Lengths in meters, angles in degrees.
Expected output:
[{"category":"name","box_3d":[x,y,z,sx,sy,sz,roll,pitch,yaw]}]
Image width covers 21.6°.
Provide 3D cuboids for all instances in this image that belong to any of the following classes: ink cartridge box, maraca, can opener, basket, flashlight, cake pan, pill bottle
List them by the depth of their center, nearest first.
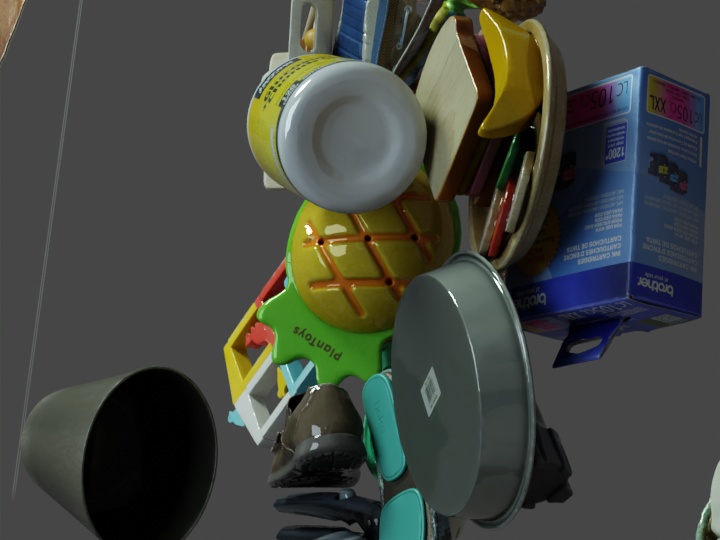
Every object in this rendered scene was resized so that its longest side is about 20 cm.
[{"category":"ink cartridge box","box_3d":[0.174,-0.028,1.337,0.136,0.076,0.200,-16,65,53]},{"category":"cake pan","box_3d":[0.068,0.087,1.343,0.200,0.037,0.200,175,90,-71]},{"category":"flashlight","box_3d":[0.097,0.084,1.401,0.200,0.068,0.068,-108,7,-46]},{"category":"pill bottle","box_3d":[-0.026,-0.109,1.447,0.200,0.112,0.112,-148,76,-74]},{"category":"maraca","box_3d":[0.000,0.000,1.532,0.200,0.137,0.107,-60,-12,-4]},{"category":"can opener","box_3d":[-0.024,0.207,1.547,0.200,0.079,0.063,-176,92,-66]},{"category":"basket","box_3d":[-0.242,0.175,1.824,0.200,0.136,0.181,4,85,60]}]

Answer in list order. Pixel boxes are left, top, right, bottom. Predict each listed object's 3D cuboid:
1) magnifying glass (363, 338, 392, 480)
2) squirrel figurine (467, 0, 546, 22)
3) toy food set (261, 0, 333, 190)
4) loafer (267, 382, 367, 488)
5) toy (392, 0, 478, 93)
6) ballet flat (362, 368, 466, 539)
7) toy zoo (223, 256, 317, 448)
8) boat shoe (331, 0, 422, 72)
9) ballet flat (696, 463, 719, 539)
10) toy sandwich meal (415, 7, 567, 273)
[{"category":"magnifying glass","box_3d":[0.025,0.082,1.560,0.080,0.022,0.200,-36,48,44]},{"category":"squirrel figurine","box_3d":[0.099,-0.292,1.469,0.187,0.142,0.200,-9,92,27]},{"category":"toy food set","box_3d":[-0.065,-0.177,1.712,0.200,0.060,0.144,117,157,-67]},{"category":"loafer","box_3d":[-0.031,0.135,1.533,0.200,0.073,0.071,132,138,-70]},{"category":"toy","box_3d":[0.045,-0.144,1.576,0.047,0.115,0.200,31,114,10]},{"category":"ballet flat","box_3d":[0.049,0.171,1.446,0.074,0.074,0.200,-30,57,47]},{"category":"toy zoo","box_3d":[-0.068,0.068,1.705,0.200,0.020,0.131,-54,38,28]},{"category":"boat shoe","box_3d":[0.023,-0.206,1.629,0.072,0.072,0.200,-133,45,-55]},{"category":"ballet flat","box_3d":[0.261,0.097,1.146,0.074,0.074,0.200,29,101,56]},{"category":"toy sandwich meal","box_3d":[0.087,-0.095,1.342,0.205,0.070,0.205,-171,90,-79]}]
